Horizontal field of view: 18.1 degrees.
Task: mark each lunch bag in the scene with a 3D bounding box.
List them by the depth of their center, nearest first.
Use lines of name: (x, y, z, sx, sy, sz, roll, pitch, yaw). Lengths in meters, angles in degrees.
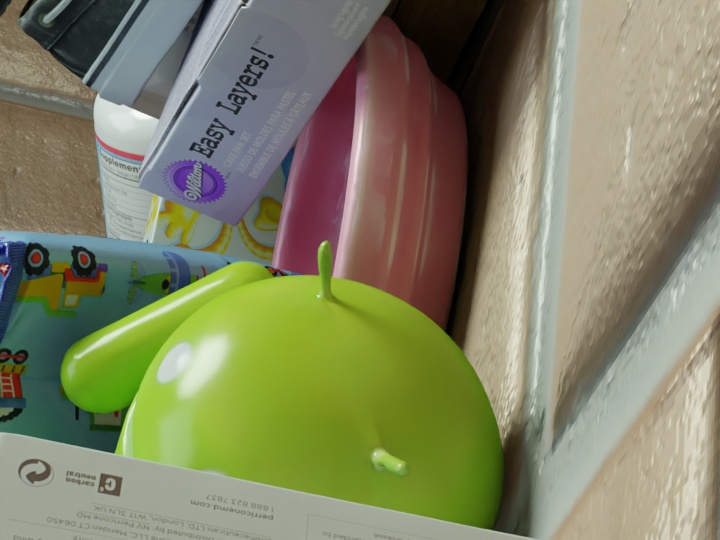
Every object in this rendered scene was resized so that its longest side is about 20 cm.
lunch bag: (-0.145, 0.022, 0.841, 0.199, 0.150, 0.095, 14, 94, 40)

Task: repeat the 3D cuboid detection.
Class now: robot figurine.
robot figurine: (-0.024, 0.082, 0.702, 0.200, 0.115, 0.176, 114, 141, -49)

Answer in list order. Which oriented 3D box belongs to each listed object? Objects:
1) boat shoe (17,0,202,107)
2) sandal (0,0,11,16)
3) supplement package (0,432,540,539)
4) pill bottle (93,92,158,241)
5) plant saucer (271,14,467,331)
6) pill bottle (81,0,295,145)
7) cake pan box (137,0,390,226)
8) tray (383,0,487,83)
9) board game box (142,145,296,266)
boat shoe: (-0.080, -0.148, 0.887, 0.200, 0.071, 0.072, -55, 14, 35)
sandal: (-0.150, -0.177, 0.927, 0.201, 0.048, 0.076, -56, 39, 32)
supplement package: (-0.037, 0.172, 0.519, 0.201, 0.151, 0.151, -86, 11, -46)
pill bottle: (-0.099, -0.058, 1.323, 0.109, 0.108, 0.201, -93, 0, -64)
plant saucer: (0.000, 0.000, 0.889, 0.200, 0.050, 0.202, -170, 90, -81)
pill bottle: (-0.053, -0.168, 1.080, 0.114, 0.114, 0.201, 168, 121, -82)
cake pan box: (-0.015, -0.139, 0.882, 0.200, 0.052, 0.185, -53, 15, 48)
tray: (0.023, -0.116, 0.982, 0.200, 0.037, 0.099, 120, 161, -65)
board game box: (-0.061, -0.024, 1.195, 0.105, 0.102, 0.201, 175, 108, -82)
